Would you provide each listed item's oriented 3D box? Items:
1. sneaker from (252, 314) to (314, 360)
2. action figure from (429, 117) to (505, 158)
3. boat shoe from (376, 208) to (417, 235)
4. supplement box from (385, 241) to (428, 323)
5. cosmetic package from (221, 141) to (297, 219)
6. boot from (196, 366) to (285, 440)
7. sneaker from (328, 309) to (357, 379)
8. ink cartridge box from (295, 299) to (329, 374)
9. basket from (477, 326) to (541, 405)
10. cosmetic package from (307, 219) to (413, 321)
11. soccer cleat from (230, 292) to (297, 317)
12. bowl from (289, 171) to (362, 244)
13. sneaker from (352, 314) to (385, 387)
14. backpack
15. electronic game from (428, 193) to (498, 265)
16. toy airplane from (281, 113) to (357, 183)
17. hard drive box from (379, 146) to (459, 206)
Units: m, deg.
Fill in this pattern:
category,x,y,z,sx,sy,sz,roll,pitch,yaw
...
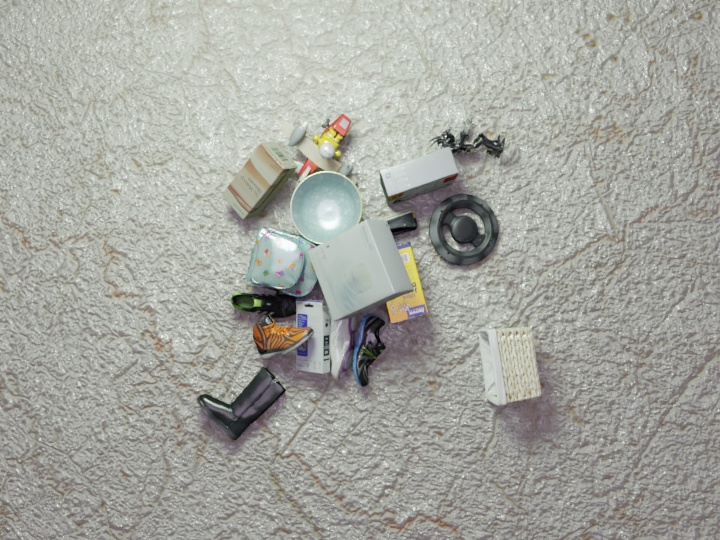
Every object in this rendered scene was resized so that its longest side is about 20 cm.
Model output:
category,x,y,z,sx,sy,sz,roll,pitch,yaw
sneaker,-0.224,0.168,1.625,0.199,0.078,0.113,-24,98,30
action figure,0.296,-0.372,1.663,0.198,0.119,0.103,7,119,-3
boat shoe,0.069,-0.111,1.674,0.199,0.075,0.063,-21,79,-4
supplement box,0.109,0.035,1.642,0.109,0.109,0.202,-15,85,2
cosmetic package,-0.280,-0.249,1.654,0.103,0.087,0.200,46,115,6
boot,-0.331,0.346,1.662,0.200,0.066,0.165,-45,94,2
sneaker,-0.064,0.201,1.670,0.099,0.075,0.202,7,88,26
ink cartridge box,-0.132,0.179,1.649,0.099,0.039,0.202,3,94,35
basket,0.399,0.250,1.604,0.122,0.136,0.202,-6,85,-2
cosmetic package,0.000,0.000,1.551,0.199,0.123,0.201,-26,80,27
soccer cleat,-0.266,0.096,1.669,0.198,0.081,0.068,5,86,1
bowl,-0.091,-0.168,1.665,0.198,0.108,0.202,0,88,2
sneaker,0.026,0.224,1.652,0.082,0.071,0.201,10,84,10
backpack,-0.202,-0.019,1.641,0.198,0.153,0.177,15,91,-7
electronic game,0.291,-0.115,1.678,0.198,0.042,0.202,0,89,-5
toy airplane,-0.111,-0.326,1.662,0.198,0.141,0.201,-9,105,-11
hard drive box,0.157,-0.255,1.638,0.198,0.156,0.077,-19,85,2
